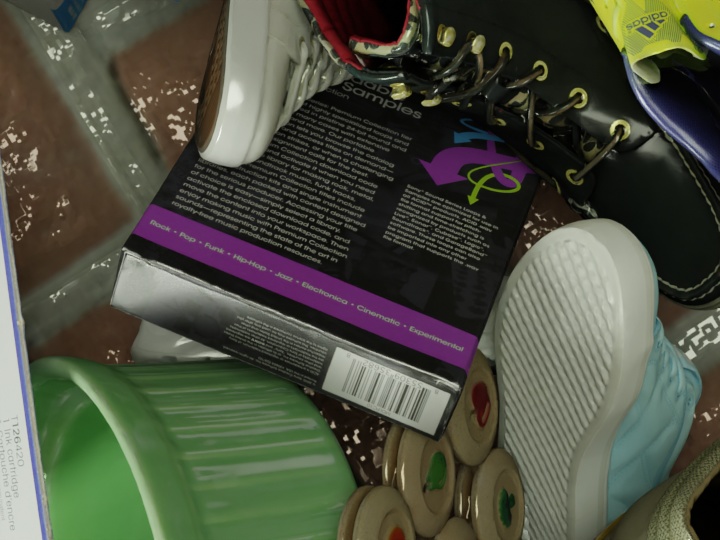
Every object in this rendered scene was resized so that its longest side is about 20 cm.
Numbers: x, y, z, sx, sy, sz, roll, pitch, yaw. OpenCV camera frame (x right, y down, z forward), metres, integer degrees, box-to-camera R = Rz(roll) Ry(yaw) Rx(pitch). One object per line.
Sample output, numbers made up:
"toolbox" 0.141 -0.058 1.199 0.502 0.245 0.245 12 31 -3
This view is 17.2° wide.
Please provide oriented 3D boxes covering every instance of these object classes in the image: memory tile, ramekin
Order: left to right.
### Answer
"ramekin" -0.074 0.130 0.974 0.097 0.200 0.201 -6 86 -30
"memory tile" 0.044 0.146 0.975 0.017 0.153 0.201 -3 118 26

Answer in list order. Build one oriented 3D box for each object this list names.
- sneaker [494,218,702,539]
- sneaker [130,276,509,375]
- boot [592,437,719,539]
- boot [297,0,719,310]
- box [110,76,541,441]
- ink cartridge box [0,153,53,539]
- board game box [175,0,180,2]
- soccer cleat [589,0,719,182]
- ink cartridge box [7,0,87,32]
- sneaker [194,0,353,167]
"sneaker" 0.106 0.040 1.001 0.082 0.200 0.074 -30 59 -25
"sneaker" 0.000 0.000 1.046 0.199 0.078 0.100 1 80 -3
"boot" 0.166 0.102 0.972 0.200 0.155 0.072 -18 71 -35
"boot" 0.066 -0.067 0.969 0.073 0.154 0.204 -45 64 28
"box" -0.004 -0.025 0.997 0.143 0.200 0.036 22 129 3
"ink cartridge box" -0.190 0.035 0.997 0.200 0.047 0.198 -12 84 40
"board game box" -0.041 -0.229 1.000 0.045 0.135 0.200 28 67 2
"soccer cleat" 0.121 -0.108 0.953 0.200 0.084 0.065 52 128 19
"ink cartridge box" -0.113 -0.214 1.036 0.068 0.115 0.200 28 86 1
"sneaker" -0.018 -0.106 1.002 0.084 0.200 0.073 17 127 -4
